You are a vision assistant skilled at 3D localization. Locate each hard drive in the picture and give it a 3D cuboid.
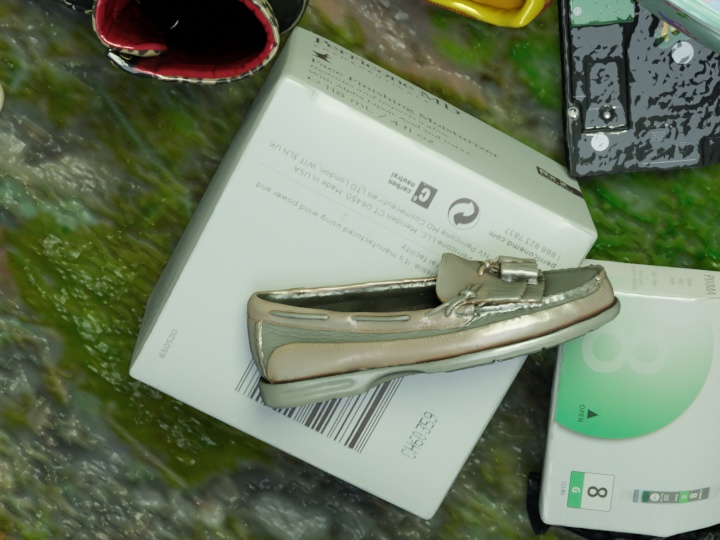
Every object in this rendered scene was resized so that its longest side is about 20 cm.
[{"bbox_3d":[0.181,-0.158,1.187,0.139,0.038,0.201,-5,109,2],"label":"hard drive"}]

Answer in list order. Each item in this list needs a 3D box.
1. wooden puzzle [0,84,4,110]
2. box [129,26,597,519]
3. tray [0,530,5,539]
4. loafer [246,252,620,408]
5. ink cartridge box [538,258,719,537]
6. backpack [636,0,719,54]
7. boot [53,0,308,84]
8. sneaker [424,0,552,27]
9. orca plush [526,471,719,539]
[{"bbox_3d":[-0.338,-0.100,1.204,0.200,0.046,0.185,42,104,-13],"label":"wooden puzzle"},{"bbox_3d":[0.000,0.000,1.191,0.198,0.131,0.201,26,106,-9],"label":"box"},{"bbox_3d":[-0.302,0.246,1.327,0.098,0.037,0.201,17,109,-6],"label":"tray"},{"bbox_3d":[0.035,0.021,1.096,0.199,0.072,0.063,-15,100,8],"label":"loafer"},{"bbox_3d":[0.209,0.080,1.193,0.199,0.050,0.162,6,118,5],"label":"ink cartridge box"},{"bbox_3d":[0.198,-0.194,1.064,0.200,0.176,0.153,39,101,-8],"label":"backpack"},{"bbox_3d":[-0.127,-0.157,1.128,0.199,0.151,0.074,16,108,-5],"label":"boot"},{"bbox_3d":[0.016,-0.193,1.152,0.199,0.077,0.073,18,109,5],"label":"sneaker"},{"bbox_3d":[0.202,0.140,1.269,0.199,0.071,0.106,5,109,-1],"label":"orca plush"}]
